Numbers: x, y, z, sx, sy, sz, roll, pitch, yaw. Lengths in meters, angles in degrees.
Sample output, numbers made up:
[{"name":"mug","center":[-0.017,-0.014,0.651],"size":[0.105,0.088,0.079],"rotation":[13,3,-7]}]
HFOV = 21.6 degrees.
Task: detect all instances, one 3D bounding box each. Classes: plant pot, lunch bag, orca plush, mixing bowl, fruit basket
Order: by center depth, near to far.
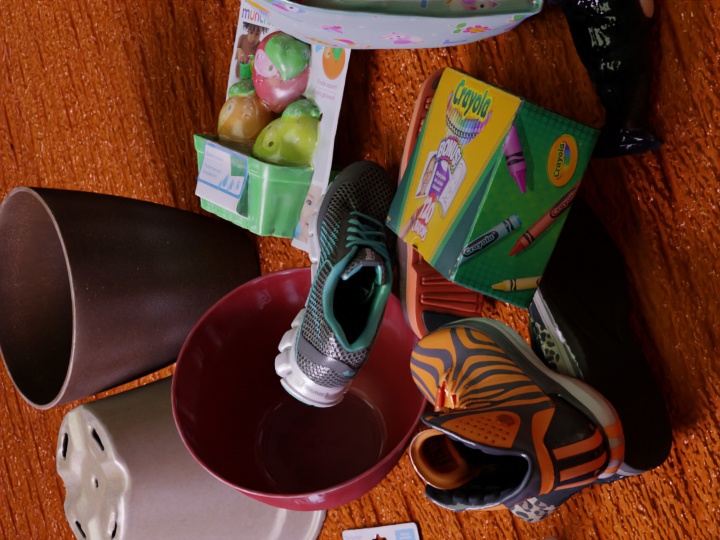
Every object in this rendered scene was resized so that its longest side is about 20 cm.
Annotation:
[{"name":"orca plush","center":[0.136,-0.170,1.196],"size":[0.105,0.071,0.202],"rotation":[19,113,55]},{"name":"lunch bag","center":[0.011,-0.204,1.220],"size":[0.170,0.198,0.123],"rotation":[-73,-22,-87]},{"name":"mixing bowl","center":[-0.038,0.108,1.459],"size":[0.201,0.199,0.109],"rotation":[58,170,32]},{"name":"fruit basket","center":[-0.071,-0.131,1.514],"size":[0.185,0.093,0.202],"rotation":[26,114,55]},{"name":"plant pot","center":[-0.156,0.169,1.633],"size":[0.200,0.182,0.202],"rotation":[20,114,55]},{"name":"plant pot","center":[-0.195,0.015,1.641],"size":[0.186,0.199,0.189],"rotation":[14,107,57]}]

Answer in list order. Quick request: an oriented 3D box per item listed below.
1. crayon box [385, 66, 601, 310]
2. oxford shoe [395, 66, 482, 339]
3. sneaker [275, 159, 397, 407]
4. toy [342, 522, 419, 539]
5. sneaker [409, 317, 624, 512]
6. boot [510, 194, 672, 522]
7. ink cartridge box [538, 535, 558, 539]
[{"name":"crayon box","center":[0.081,-0.059,1.224],"size":[0.200,0.058,0.120],"rotation":[-134,64,-74]},{"name":"oxford shoe","center":[0.050,-0.048,1.366],"size":[0.072,0.071,0.202],"rotation":[-152,65,-67]},{"name":"sneaker","center":[0.000,0.000,1.394],"size":[0.091,0.077,0.201],"rotation":[136,149,-57]},{"name":"toy","center":[0.017,0.310,1.520],"size":[0.115,0.047,0.202],"rotation":[-18,82,56]},{"name":"sneaker","center":[0.066,0.089,1.198],"size":[0.200,0.111,0.078],"rotation":[23,123,55]},{"name":"boot","center":[0.123,0.060,1.273],"size":[0.154,0.073,0.205],"rotation":[-45,58,55]},{"name":"ink cartridge box","center":[0.094,0.296,1.332],"size":[0.068,0.114,0.202],"rotation":[-9,89,57]}]
